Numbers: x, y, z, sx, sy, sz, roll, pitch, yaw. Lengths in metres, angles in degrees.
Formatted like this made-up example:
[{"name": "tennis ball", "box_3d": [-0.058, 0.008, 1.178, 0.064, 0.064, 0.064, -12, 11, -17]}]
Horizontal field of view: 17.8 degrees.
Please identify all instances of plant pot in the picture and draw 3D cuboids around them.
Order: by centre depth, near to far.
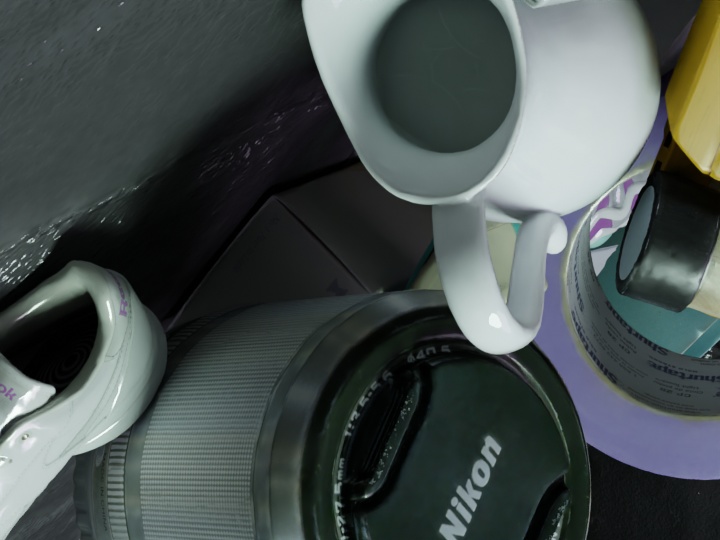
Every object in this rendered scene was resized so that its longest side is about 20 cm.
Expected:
[{"name": "plant pot", "box_3d": [0.247, 0.004, 1.899, 0.200, 0.135, 0.200, -41, 168, -10]}]

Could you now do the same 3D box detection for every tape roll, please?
[{"name": "tape roll", "box_3d": [0.174, -0.003, 1.157, 0.200, 0.200, 0.085, -48, -178, 22]}]

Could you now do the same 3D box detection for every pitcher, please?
[{"name": "pitcher", "box_3d": [0.059, -0.055, 0.944, 0.120, 0.173, 0.200, -12, 178, 20]}]

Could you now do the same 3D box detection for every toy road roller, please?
[{"name": "toy road roller", "box_3d": [0.189, -0.068, 0.997, 0.146, 0.122, 0.201, -82, -170, -62]}]

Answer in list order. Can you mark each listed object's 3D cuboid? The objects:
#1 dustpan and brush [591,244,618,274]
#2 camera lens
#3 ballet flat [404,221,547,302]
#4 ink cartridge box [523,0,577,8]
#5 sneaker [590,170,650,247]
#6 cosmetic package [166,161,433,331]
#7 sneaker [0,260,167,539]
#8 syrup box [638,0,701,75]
[{"name": "dustpan and brush", "box_3d": [0.093, 0.042, 1.744, 0.139, 0.057, 0.201, -10, 140, -52]}, {"name": "camera lens", "box_3d": [-0.013, 0.092, 0.972, 0.160, 0.161, 0.199, -36, -163, -31]}, {"name": "ballet flat", "box_3d": [0.031, 0.045, 1.096, 0.069, 0.069, 0.200, -33, 164, -41]}, {"name": "ink cartridge box", "box_3d": [0.117, -0.183, 0.874, 0.147, 0.086, 0.200, -49, 167, 23]}, {"name": "sneaker", "box_3d": [0.125, -0.055, 1.397, 0.200, 0.078, 0.140, -40, 169, -21]}, {"name": "cosmetic package", "box_3d": [0.000, 0.000, 1.175, 0.104, 0.073, 0.200, -49, 167, 27]}, {"name": "sneaker", "box_3d": [-0.162, 0.072, 0.911, 0.200, 0.075, 0.100, -49, 164, -14]}, {"name": "syrup box", "box_3d": [0.181, -0.171, 1.166, 0.200, 0.079, 0.082, -30, 162, -50]}]
